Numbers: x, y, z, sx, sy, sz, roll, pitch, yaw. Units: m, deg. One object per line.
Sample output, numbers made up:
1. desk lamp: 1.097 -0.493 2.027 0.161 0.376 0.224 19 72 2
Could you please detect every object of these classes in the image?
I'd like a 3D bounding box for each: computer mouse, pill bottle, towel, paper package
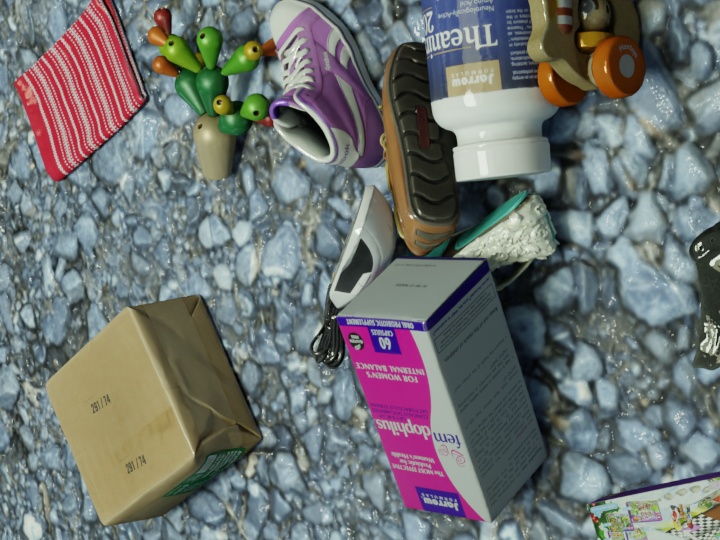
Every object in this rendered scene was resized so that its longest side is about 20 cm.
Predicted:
1. computer mouse: 0.000 0.000 1.287 0.043 0.111 0.201 19 148 -2
2. pill bottle: 0.109 -0.179 1.186 0.110 0.110 0.203 -4 92 43
3. towel: -0.328 -0.210 1.650 0.199 0.022 0.146 -33 74 40
4. paper package: -0.230 0.154 1.548 0.200 0.103 0.192 -39 71 38

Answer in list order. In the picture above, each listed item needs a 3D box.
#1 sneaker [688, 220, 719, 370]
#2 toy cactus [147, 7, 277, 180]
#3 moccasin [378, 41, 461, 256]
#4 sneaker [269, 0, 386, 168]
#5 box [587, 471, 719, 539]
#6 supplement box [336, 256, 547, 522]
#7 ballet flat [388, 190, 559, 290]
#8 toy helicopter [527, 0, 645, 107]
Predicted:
1. sneaker: 0.290 -0.029 1.072 0.103 0.060 0.203 -8 93 38
2. toy cactus: -0.146 -0.177 1.454 0.199 0.102 0.167 29 133 35
3. moccasin: 0.053 -0.111 1.258 0.078 0.072 0.204 120 145 -60
4. sneaker: -0.052 -0.182 1.335 0.073 0.113 0.202 -51 61 35
5. box: 0.285 0.232 1.122 0.199 0.039 0.139 -21 82 42
6. supplement box: 0.073 0.101 1.216 0.100 0.103 0.202 1 122 42
7. ballet flat: 0.095 -0.002 1.257 0.199 0.071 0.073 -28 76 43
8. toy helicopter: 0.151 -0.227 1.100 0.078 0.199 0.134 -1 60 53
